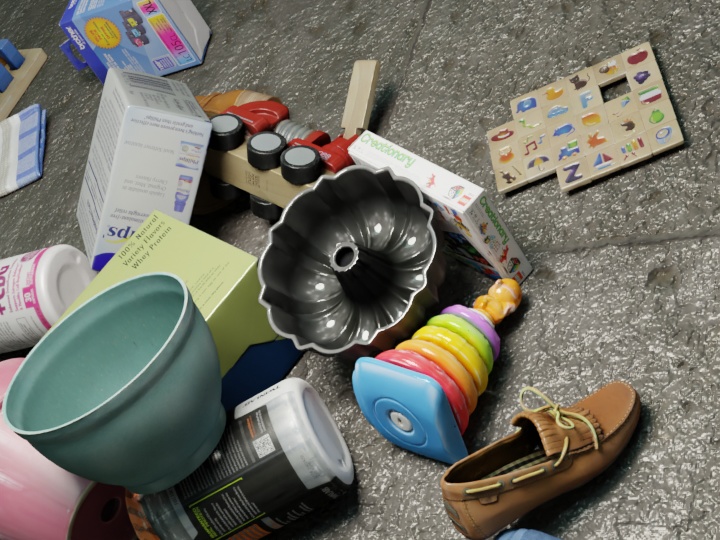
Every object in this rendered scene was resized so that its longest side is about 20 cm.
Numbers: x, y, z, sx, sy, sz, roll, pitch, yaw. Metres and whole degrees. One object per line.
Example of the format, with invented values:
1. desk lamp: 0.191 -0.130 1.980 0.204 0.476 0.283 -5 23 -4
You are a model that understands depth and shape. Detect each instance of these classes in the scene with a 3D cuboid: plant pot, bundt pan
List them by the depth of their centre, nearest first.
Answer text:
1. plant pot: -0.205 0.118 1.233 0.199 0.135 0.201 -26 30 16
2. bundt pan: 0.000 0.000 1.342 0.200 0.076 0.203 -12 62 24
3. plant pot: -0.318 0.214 1.377 0.178 0.200 0.201 23 67 29

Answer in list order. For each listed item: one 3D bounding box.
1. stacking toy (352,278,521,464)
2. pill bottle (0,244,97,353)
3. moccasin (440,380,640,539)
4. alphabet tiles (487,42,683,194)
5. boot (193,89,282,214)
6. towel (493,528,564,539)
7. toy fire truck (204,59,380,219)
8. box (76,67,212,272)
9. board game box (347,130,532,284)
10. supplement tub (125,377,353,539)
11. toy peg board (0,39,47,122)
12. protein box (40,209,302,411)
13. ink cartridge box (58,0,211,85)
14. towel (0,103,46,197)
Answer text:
1. stacking toy: 0.093 0.075 1.283 0.109 0.117 0.200 14 50 39
2. pill bottle: -0.429 0.042 1.659 0.199 0.114 0.114 -13 46 26
3. moccasin: 0.155 0.149 1.155 0.200 0.078 0.074 -26 28 -12
4. alphabet tiles: 0.233 -0.153 1.442 0.199 0.008 0.168 -22 43 17
5. boot: -0.200 -0.152 1.715 0.154 0.074 0.200 9 50 42
6. towel: 0.176 0.274 1.066 0.199 0.049 0.112 9 54 41
7. toy fire truck: -0.068 -0.165 1.598 0.175 0.129 0.200 24 45 28
8. box: -0.259 -0.115 1.593 0.184 0.104 0.201 -127 50 -63
9. board game box: 0.080 -0.064 1.388 0.035 0.126 0.200 -46 42 -10
10. supplement tub: -0.117 0.198 1.287 0.199 0.123 0.123 -29 41 8
11. toy peg board: -0.635 -0.297 2.130 0.198 0.098 0.201 2 55 37
12. protein box: -0.195 0.072 1.449 0.199 0.135 0.199 24 68 45
13. ink cartridge box: -0.334 -0.342 1.929 0.199 0.137 0.077 -11 43 27
14. towel: -0.551 -0.157 1.987 0.199 0.024 0.148 -21 51 18
